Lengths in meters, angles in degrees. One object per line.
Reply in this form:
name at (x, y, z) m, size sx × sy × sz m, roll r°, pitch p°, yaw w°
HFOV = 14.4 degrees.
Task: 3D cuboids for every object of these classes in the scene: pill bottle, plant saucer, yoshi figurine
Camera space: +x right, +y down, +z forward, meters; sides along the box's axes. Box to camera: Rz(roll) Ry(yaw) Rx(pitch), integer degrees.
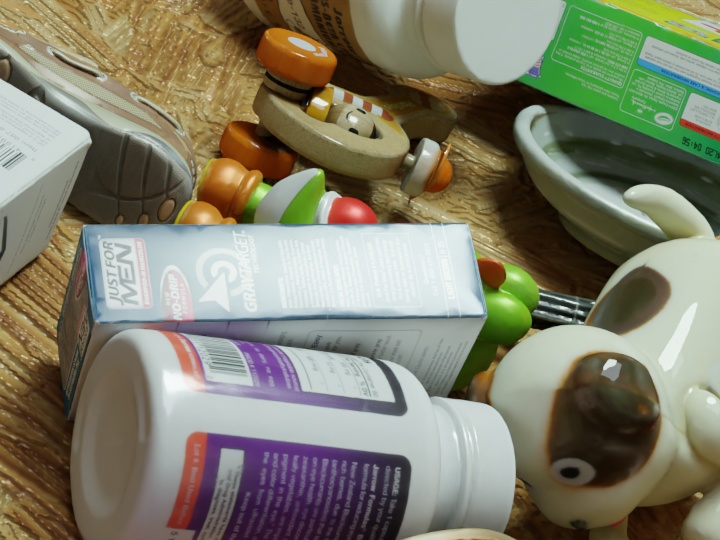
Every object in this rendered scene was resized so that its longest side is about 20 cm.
pill bottle at (0.024, -0.181, 1.771) m, size 0.114 × 0.115 × 0.200 m, roll -7°, pitch 21°, yaw -41°
plant saucer at (0.179, -0.037, 1.770) m, size 0.199 × 0.050 × 0.200 m, roll 20°, pitch 21°, yaw -8°
yoshi figurine at (-0.003, 0.014, 1.566) m, size 0.199 × 0.113 × 0.112 m, roll 17°, pitch -4°, yaw 9°
pill bottle at (-0.030, 0.094, 1.384) m, size 0.199 × 0.112 × 0.112 m, roll 9°, pitch 35°, yaw -26°

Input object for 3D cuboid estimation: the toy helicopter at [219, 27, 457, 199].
toy helicopter at (0.014, -0.086, 1.726) m, size 0.132 × 0.079 × 0.200 m, roll 29°, pitch 18°, yaw 19°

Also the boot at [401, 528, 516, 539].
boot at (0.083, 0.208, 1.347) m, size 0.199 × 0.077 × 0.156 m, roll 16°, pitch 36°, yaw -29°

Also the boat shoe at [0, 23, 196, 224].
boat shoe at (-0.179, -0.091, 1.599) m, size 0.200 × 0.076 × 0.072 m, roll 34°, pitch 27°, yaw -4°

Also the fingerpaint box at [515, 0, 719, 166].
fingerpaint box at (0.187, -0.133, 1.848) m, size 0.199 × 0.074 × 0.167 m, roll 24°, pitch 13°, yaw 16°

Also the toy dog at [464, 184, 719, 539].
toy dog at (0.150, 0.064, 1.482) m, size 0.139 × 0.195 × 0.200 m, roll 2°, pitch 16°, yaw 40°

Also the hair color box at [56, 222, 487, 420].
hair color box at (-0.047, 0.025, 1.436) m, size 0.199 × 0.100 × 0.061 m, roll -1°, pitch 58°, yaw -16°

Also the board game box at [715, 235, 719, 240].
board game box at (0.272, 0.060, 1.659) m, size 0.103 × 0.019 × 0.200 m, roll -21°, pitch 79°, yaw -55°

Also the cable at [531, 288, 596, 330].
cable at (0.135, 0.041, 1.627) m, size 0.199 × 0.051 × 0.097 m, roll 11°, pitch -6°, yaw -11°

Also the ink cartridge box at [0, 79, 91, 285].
ink cartridge box at (-0.252, -0.039, 1.449) m, size 0.145 × 0.084 × 0.200 m, roll 31°, pitch 32°, yaw 9°
